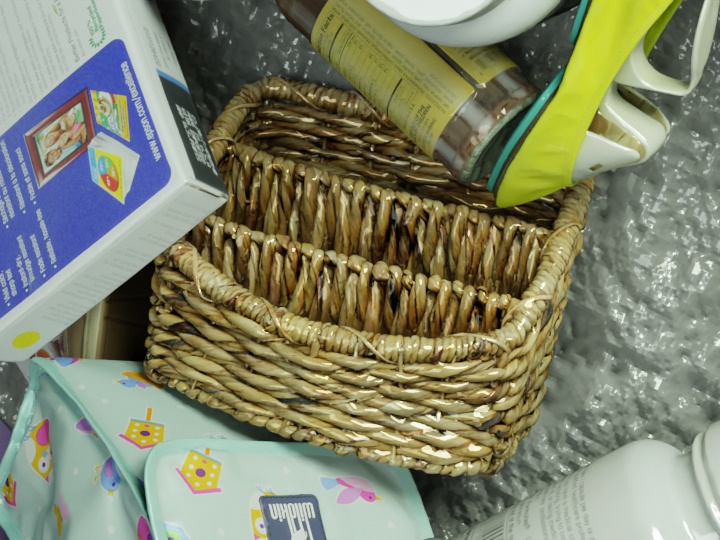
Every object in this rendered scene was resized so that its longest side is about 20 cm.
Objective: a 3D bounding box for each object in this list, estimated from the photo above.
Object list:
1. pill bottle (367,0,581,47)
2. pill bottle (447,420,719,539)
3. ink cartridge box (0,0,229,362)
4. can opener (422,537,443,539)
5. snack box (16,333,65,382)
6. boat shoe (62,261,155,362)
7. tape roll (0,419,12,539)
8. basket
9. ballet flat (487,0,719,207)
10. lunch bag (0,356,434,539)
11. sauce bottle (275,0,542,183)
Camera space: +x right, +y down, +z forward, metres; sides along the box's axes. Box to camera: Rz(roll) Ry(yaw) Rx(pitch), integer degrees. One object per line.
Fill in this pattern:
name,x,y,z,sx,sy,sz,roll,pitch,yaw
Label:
pill bottle,0.057,-0.161,0.990,0.110,0.200,0.111,4,103,17
pill bottle,0.136,0.150,1.083,0.200,0.114,0.115,-31,92,22
ink cartridge box,-0.176,-0.060,1.107,0.200,0.047,0.198,-37,57,22
can opener,0.094,0.205,1.034,0.067,0.053,0.200,-34,102,-9
snack box,-0.173,0.014,1.203,0.072,0.024,0.200,-33,91,21
boat shoe,-0.140,-0.029,1.158,0.064,0.071,0.201,5,90,25
tape roll,-0.280,0.159,1.253,0.199,0.066,0.201,4,104,18
basket,0.000,0.000,1.078,0.199,0.143,0.150,17,108,14
ballet flat,0.118,-0.089,0.992,0.067,0.067,0.200,33,132,11
lunch bag,-0.068,0.130,1.076,0.200,0.170,0.122,41,118,48
sauce bottle,0.004,-0.130,1.083,0.200,0.065,0.065,46,113,16
